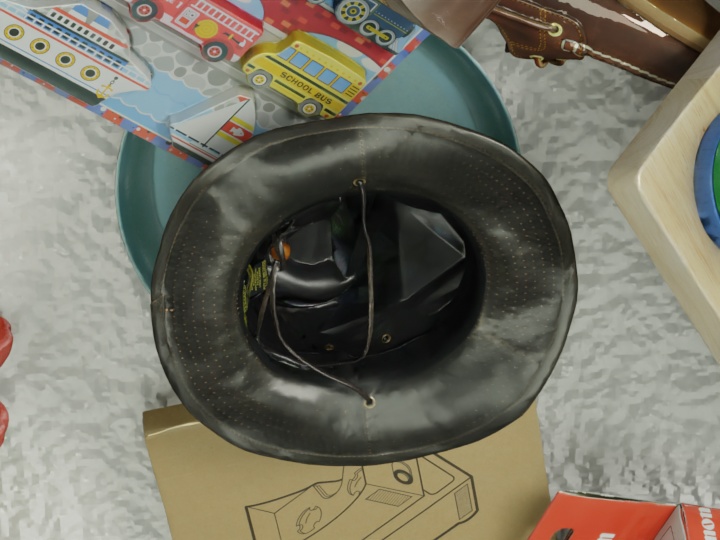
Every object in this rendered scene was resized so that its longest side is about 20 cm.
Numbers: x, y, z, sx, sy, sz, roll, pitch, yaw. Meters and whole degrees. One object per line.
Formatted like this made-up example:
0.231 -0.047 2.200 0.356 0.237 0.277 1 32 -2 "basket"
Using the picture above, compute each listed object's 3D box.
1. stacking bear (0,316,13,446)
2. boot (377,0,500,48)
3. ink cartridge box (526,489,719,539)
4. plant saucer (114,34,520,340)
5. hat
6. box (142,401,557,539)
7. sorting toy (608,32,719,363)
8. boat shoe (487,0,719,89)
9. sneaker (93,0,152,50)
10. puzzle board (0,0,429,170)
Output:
-0.235 0.132 1.125 0.114 0.121 0.200 2 121 -8 "stacking bear"
0.041 -0.209 0.928 0.200 0.064 0.186 -40 111 15 "boot"
0.180 0.176 1.177 0.200 0.050 0.109 9 136 -16 "ink cartridge box"
-0.021 -0.043 1.105 0.200 0.027 0.200 -2 114 -5 "plant saucer"
0.000 0.000 1.067 0.200 0.081 0.201 -2 113 -4 "hat"
-0.001 0.122 1.170 0.200 0.021 0.164 -11 124 1 "box"
0.236 -0.034 1.035 0.199 0.070 0.200 -50 119 -26 "sorting toy"
0.086 -0.133 1.053 0.200 0.070 0.070 30 113 -9 "boat shoe"
-0.091 -0.175 1.020 0.200 0.081 0.147 -19 126 -3 "sneaker"
-0.075 -0.117 0.998 0.200 0.017 0.151 28 123 -31 "puzzle board"
